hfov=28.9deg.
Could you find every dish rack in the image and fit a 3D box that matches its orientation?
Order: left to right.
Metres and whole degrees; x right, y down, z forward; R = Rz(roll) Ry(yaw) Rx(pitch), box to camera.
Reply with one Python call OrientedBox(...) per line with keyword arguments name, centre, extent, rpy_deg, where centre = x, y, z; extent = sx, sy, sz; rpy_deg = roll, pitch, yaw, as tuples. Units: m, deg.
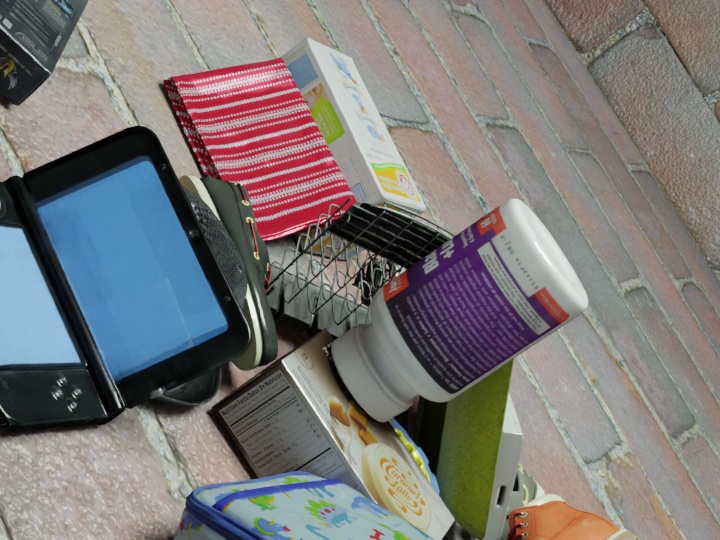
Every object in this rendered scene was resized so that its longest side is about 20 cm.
OrientedBox(name="dish rack", centre=(0.000, 0.000, 1.247), extent=(0.153, 0.200, 0.055), rpy_deg=(24, 47, -26))

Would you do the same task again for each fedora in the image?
OrientedBox(name="fedora", centre=(-0.148, 0.004, 1.100), extent=(0.201, 0.091, 0.201), rpy_deg=(44, 25, -27))

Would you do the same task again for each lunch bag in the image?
OrientedBox(name="lunch bag", centre=(-0.036, 0.208, 0.999), extent=(0.160, 0.083, 0.200), rpy_deg=(26, 8, 28))

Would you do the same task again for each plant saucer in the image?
OrientedBox(name="plant saucer", centre=(0.090, 0.122, 1.303), extent=(0.048, 0.201, 0.200), rpy_deg=(6, 10, -7))

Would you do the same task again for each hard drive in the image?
OrientedBox(name="hard drive", centre=(0.117, 0.162, 1.345), extent=(0.027, 0.133, 0.200), rpy_deg=(7, 23, -8))

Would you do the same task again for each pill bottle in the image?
OrientedBox(name="pill bottle", centre=(0.078, 0.039, 1.161), extent=(0.112, 0.200, 0.112), rpy_deg=(51, 14, -18))

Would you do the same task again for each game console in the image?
OrientedBox(name="game console", centre=(-0.200, -0.004, 0.981), extent=(0.176, 0.116, 0.201), rpy_deg=(5, 53, -62))

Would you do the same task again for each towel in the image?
OrientedBox(name="towel", centre=(-0.095, -0.121, 1.380), extent=(0.144, 0.022, 0.201), rpy_deg=(-15, 68, -33))

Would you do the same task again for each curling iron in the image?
OrientedBox(name="curling iron", centre=(0.029, 0.083, 1.356), extent=(0.025, 0.049, 0.201), rpy_deg=(0, 78, -50))

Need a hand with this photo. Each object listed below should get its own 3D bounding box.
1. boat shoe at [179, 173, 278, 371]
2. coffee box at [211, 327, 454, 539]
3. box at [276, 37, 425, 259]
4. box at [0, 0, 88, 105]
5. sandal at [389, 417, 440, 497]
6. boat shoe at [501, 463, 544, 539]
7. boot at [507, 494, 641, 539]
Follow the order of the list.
OrientedBox(name="boat shoe", centre=(-0.105, -0.002, 1.205), extent=(0.063, 0.074, 0.202), rpy_deg=(2, 48, -32))
OrientedBox(name="coffee box", centre=(-0.019, 0.162, 1.159), extent=(0.200, 0.080, 0.114), rpy_deg=(56, 20, 2))
OrientedBox(name="box", centre=(-0.034, -0.125, 1.478), extent=(0.101, 0.112, 0.201), rpy_deg=(11, 49, -61))
OrientedBox(name="box", centre=(-0.324, -0.248, 1.148), extent=(0.200, 0.051, 0.158), rpy_deg=(44, 25, -24))
OrientedBox(name="sandal", centre=(0.013, 0.148, 1.255), extent=(0.201, 0.079, 0.087), rpy_deg=(60, 20, 7))
OrientedBox(name="boat shoe", centre=(0.139, 0.246, 1.376), extent=(0.060, 0.072, 0.202), rpy_deg=(53, 18, -9))
OrientedBox(name="boot", centre=(0.156, 0.262, 1.248), extent=(0.107, 0.075, 0.200), rpy_deg=(34, 30, 30))
